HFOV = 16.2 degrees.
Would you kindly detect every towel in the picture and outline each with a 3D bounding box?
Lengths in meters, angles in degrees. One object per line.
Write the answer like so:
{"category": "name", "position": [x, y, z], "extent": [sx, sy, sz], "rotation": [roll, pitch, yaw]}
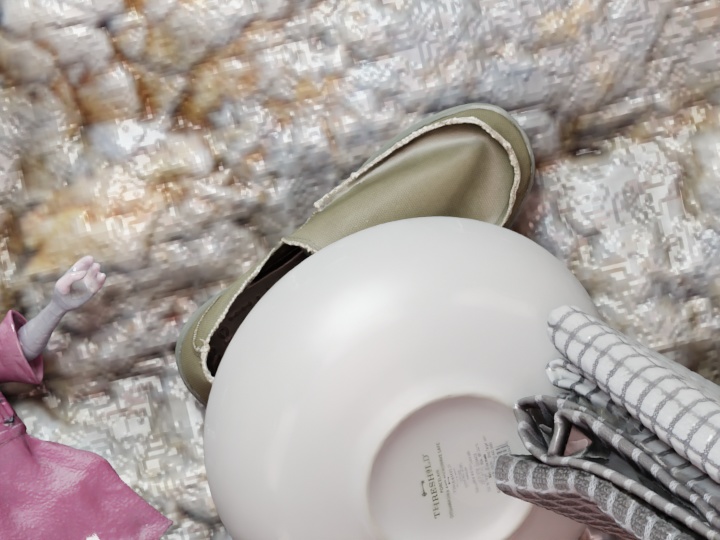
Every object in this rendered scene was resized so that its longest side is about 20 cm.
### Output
{"category": "towel", "position": [0.170, 0.111, 1.098], "extent": [0.200, 0.165, 0.086], "rotation": [28, 95, -39]}

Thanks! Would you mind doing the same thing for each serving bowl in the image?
{"category": "serving bowl", "position": [0.033, 0.080, 1.145], "extent": [0.199, 0.066, 0.201], "rotation": [-7, 113, -16]}

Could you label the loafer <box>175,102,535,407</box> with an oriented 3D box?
{"category": "loafer", "position": [0.000, 0.000, 1.171], "extent": [0.200, 0.070, 0.075], "rotation": [-41, 94, 3]}

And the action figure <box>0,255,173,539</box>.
{"category": "action figure", "position": [-0.177, 0.083, 1.181], "extent": [0.200, 0.134, 0.149], "rotation": [57, 137, 9]}
